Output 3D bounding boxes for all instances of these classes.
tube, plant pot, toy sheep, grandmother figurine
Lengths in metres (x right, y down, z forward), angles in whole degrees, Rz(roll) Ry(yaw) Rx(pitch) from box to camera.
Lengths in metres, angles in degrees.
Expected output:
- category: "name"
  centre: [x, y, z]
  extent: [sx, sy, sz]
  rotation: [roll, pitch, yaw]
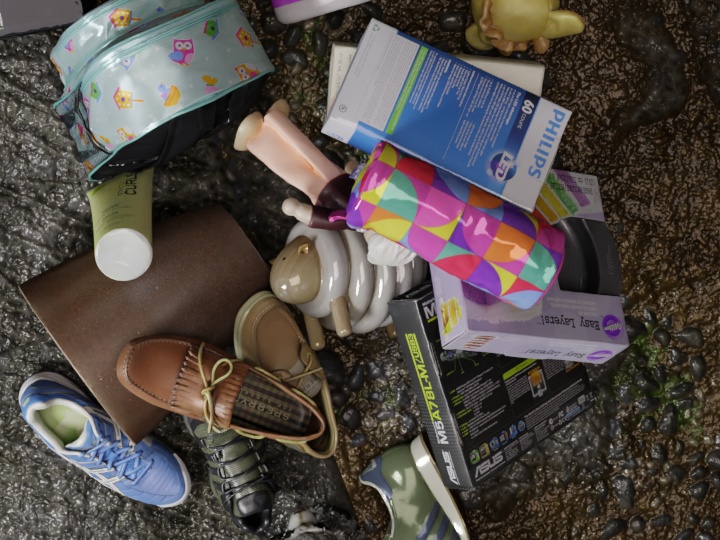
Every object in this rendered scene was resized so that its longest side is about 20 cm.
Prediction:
- category: "tube"
  centre: [-0.223, -0.054, 1.401]
  extent: [0.058, 0.200, 0.052]
  rotation: [12, 112, -14]
- category: "plant pot"
  centre: [-0.189, 0.032, 1.438]
  extent: [0.200, 0.187, 0.187]
  rotation: [-36, 100, -8]
- category: "toy sheep"
  centre: [0.000, 0.000, 1.451]
  extent: [0.199, 0.138, 0.139]
  rotation: [-6, 103, -37]
- category: "grandmother figurine"
  centre: [-0.026, -0.074, 1.379]
  extent: [0.200, 0.121, 0.061]
  rotation: [39, 140, 15]

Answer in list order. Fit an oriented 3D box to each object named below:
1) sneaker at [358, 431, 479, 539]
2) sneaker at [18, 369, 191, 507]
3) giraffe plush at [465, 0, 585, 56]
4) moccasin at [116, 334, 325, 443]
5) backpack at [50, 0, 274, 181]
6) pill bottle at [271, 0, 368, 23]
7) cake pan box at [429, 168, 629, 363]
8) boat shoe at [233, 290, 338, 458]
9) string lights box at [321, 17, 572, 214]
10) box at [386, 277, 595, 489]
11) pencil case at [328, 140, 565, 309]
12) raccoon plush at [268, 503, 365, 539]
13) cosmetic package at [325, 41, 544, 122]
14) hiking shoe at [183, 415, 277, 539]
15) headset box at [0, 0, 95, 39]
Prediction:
- category: "sneaker"
  centre: [0.067, 0.269, 1.540]
  extent: [0.089, 0.067, 0.201]
  rotation: [-23, 100, 9]
- category: "sneaker"
  centre: [-0.258, 0.179, 1.500]
  extent: [0.199, 0.077, 0.076]
  rotation: [32, 96, -9]
- category: "giraffe plush"
  centre: [0.139, -0.286, 1.407]
  extent: [0.200, 0.173, 0.162]
  rotation: [-43, 121, -5]
- category: "moccasin"
  centre: [-0.123, 0.111, 1.352]
  extent: [0.201, 0.078, 0.074]
  rotation: [29, 80, -24]
- category: "backpack"
  centre: [-0.179, -0.179, 1.358]
  extent: [0.175, 0.200, 0.154]
  rotation: [-27, 100, -25]
- category: "pill bottle"
  centre: [-0.055, -0.339, 1.402]
  extent: [0.104, 0.104, 0.201]
  rotation: [-16, 100, 1]
- category: "cake pan box"
  centre: [0.155, -0.010, 1.419]
  extent: [0.199, 0.052, 0.185]
  rotation: [8, 65, -29]
- category: "boat shoe"
  centre: [-0.064, 0.104, 1.458]
  extent: [0.074, 0.066, 0.201]
  rotation: [-42, 136, -22]
- category: "string lights box"
  centre: [0.077, -0.133, 1.351]
  extent: [0.199, 0.059, 0.103]
  rotation: [25, 79, -6]
- category: "box"
  centre: [0.131, 0.083, 1.458]
  extent: [0.200, 0.047, 0.194]
  rotation: [-28, 103, -39]
- category: "pencil case"
  centre: [0.079, -0.039, 1.310]
  extent: [0.199, 0.088, 0.089]
  rotation: [25, 98, -8]
- category: "raccoon plush"
  centre: [-0.020, 0.321, 1.505]
  extent: [0.097, 0.134, 0.200]
  rotation: [-35, 100, 3]
- category: "cosmetic package"
  centre: [0.067, -0.166, 1.440]
  extent: [0.199, 0.103, 0.088]
  rotation: [5, 99, -2]
- category: "hiking shoe"
  centre: [-0.113, 0.182, 1.456]
  extent: [0.075, 0.101, 0.201]
  rotation: [-27, 138, -13]
- category: "headset box"
  centre: [-0.363, -0.300, 1.402]
  extent: [0.199, 0.093, 0.175]
  rotation: [-9, 100, 0]
